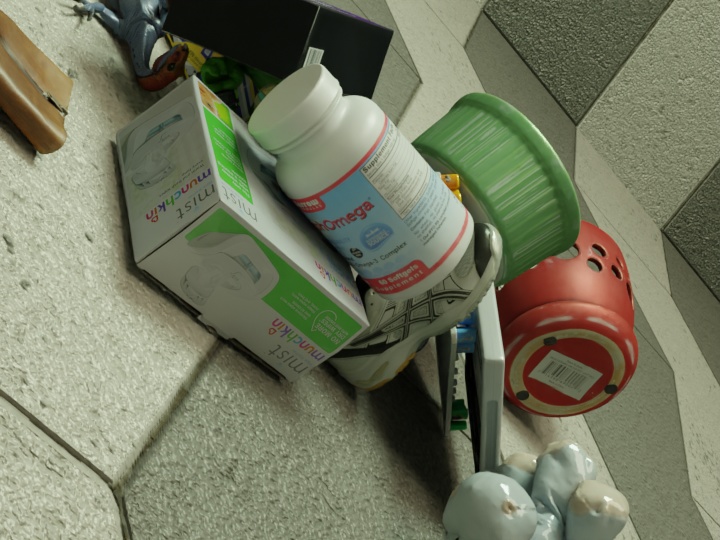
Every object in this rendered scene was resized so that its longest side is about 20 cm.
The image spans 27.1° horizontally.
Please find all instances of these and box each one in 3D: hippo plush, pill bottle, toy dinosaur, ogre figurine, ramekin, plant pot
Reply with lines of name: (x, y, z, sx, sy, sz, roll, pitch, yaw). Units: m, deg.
hippo plush: (0.121, 0.243, 1.324, 0.160, 0.201, 0.159, 9, 11, -36)
pill bottle: (-0.001, -0.076, 1.273, 0.200, 0.109, 0.109, 47, 19, -24)
toy dinosaur: (-0.198, -0.250, 1.442, 0.200, 0.105, 0.182, 34, 45, -76)
ogre figurine: (-0.079, -0.127, 1.433, 0.098, 0.120, 0.200, 24, 8, 31)
ramekin: (0.130, -0.079, 1.590, 0.200, 0.098, 0.200, 45, -22, 24)
plant pot: (0.243, 0.062, 1.827, 0.200, 0.200, 0.183, 44, 23, -30)

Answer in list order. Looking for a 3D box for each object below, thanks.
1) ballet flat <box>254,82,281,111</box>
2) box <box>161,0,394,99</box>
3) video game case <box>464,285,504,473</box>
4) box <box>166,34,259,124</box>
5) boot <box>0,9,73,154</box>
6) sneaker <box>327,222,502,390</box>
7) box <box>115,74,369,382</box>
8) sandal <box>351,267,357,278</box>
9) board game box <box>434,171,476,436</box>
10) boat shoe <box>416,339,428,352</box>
ballet flat: (-0.029, -0.110, 1.375, 0.200, 0.071, 0.071, 39, 24, -46)
box: (-0.072, -0.223, 1.394, 0.141, 0.079, 0.200, 21, 9, 18)
video game case: (0.120, 0.097, 1.460, 0.200, 0.023, 0.182, -92, -179, -55)
box: (-0.143, -0.220, 1.542, 0.064, 0.070, 0.200, 24, 35, -60)
boot: (-0.287, -0.209, 1.149, 0.200, 0.068, 0.188, 43, 20, -35)
sneaker: (0.042, 0.022, 1.368, 0.088, 0.200, 0.076, 40, 11, -26)
box: (-0.103, -0.032, 1.266, 0.200, 0.097, 0.177, 42, 19, -38)
sandal: (0.004, 0.006, 1.444, 0.200, 0.043, 0.076, -9, 79, -44)
board game box: (0.092, 0.036, 1.517, 0.200, 0.026, 0.200, 88, -2, -56)
boat shoe: (0.000, 0.000, 1.534, 0.200, 0.070, 0.066, 49, -1, -9)
